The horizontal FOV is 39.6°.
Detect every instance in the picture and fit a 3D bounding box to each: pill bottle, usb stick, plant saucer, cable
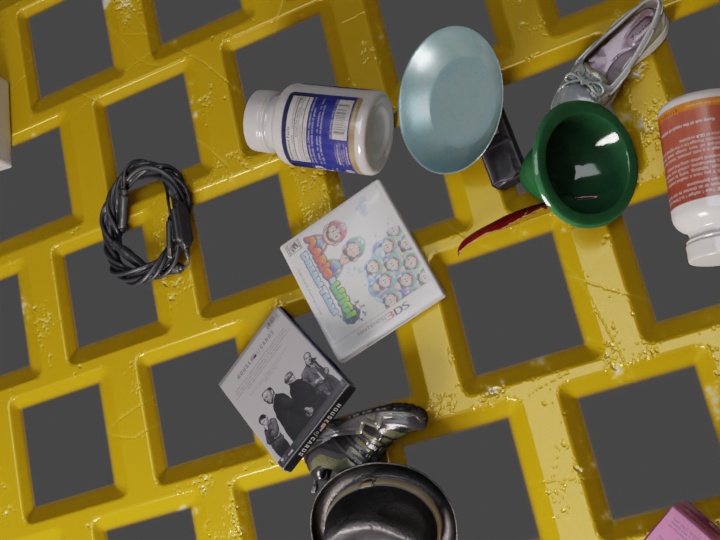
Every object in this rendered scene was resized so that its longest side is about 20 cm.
[{"bbox_3d":[-0.062,-0.207,1.445,0.198,0.120,0.121,10,83,23],"label":"pill bottle"},{"bbox_3d":[0.435,-0.112,1.235,0.111,0.112,0.202,-8,77,20],"label":"pill bottle"},{"bbox_3d":[0.179,-0.208,1.398,0.055,0.033,0.202,-26,72,23],"label":"usb stick"},{"bbox_3d":[0.133,-0.235,1.390,0.200,0.038,0.204,1,92,48],"label":"plant saucer"},{"bbox_3d":[-0.339,-0.077,1.573,0.162,0.051,0.202,-19,76,22],"label":"cable"}]

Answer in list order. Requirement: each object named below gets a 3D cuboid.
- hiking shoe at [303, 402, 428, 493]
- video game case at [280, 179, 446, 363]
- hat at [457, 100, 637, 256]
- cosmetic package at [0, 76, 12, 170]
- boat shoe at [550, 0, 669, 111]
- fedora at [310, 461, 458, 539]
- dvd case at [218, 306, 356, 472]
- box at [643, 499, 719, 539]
[{"bbox_3d":[0.011,0.242,1.364,0.198,0.076,0.102,-19,82,26],"label":"hiking shoe"},{"bbox_3d":[0.000,0.000,1.432,0.181,0.024,0.201,-33,70,12],"label":"video game case"},{"bbox_3d":[0.243,-0.126,1.352,0.176,0.198,0.168,-12,88,62],"label":"hat"},{"bbox_3d":[-0.712,-0.257,1.666,0.166,0.200,0.168,-13,75,19],"label":"cosmetic package"},{"bbox_3d":[0.329,-0.278,1.333,0.202,0.065,0.075,-45,68,8],"label":"boat shoe"},{"bbox_3d":[0.024,0.347,1.290,0.198,0.092,0.203,2,101,12],"label":"fedora"},{"bbox_3d":[-0.108,0.163,1.409,0.151,0.025,0.200,-52,46,5],"label":"dvd case"},{"bbox_3d":[0.396,0.353,1.112,0.176,0.200,0.097,41,95,23],"label":"box"}]
